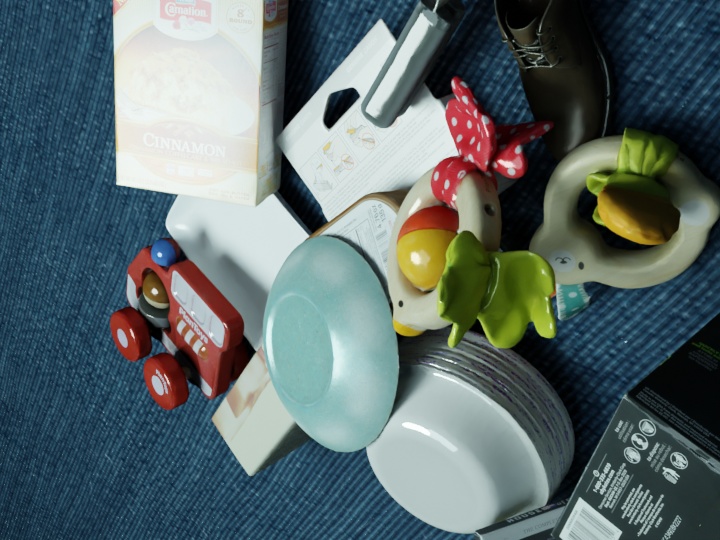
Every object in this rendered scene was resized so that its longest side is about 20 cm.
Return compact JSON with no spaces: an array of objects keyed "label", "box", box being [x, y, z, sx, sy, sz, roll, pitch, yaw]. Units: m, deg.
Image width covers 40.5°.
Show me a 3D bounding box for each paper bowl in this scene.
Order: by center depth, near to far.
[{"label":"paper bowl","box":[0.086,0.158,0.896,0.200,0.104,0.201,24,137,25]}]

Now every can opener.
[{"label":"can opener","box":[0.050,-0.202,0.758,0.066,0.053,0.200,34,130,8]}]

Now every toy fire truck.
[{"label":"toy fire truck","box":[-0.209,0.051,1.146,0.200,0.112,0.168,46,138,27]}]

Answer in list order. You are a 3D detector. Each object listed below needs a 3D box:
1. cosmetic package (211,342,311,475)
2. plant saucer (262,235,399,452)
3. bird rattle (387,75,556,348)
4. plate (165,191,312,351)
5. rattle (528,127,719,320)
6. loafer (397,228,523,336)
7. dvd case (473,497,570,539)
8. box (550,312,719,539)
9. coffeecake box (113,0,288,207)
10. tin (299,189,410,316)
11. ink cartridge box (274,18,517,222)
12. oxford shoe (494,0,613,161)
[{"label":"cosmetic package","box":[-0.076,0.131,1.076,0.087,0.103,0.200,52,136,14]},{"label":"plant saucer","box":[-0.043,0.070,0.896,0.201,0.039,0.202,9,102,51]},{"label":"bird rattle","box":[0.066,-0.033,0.737,0.163,0.112,0.201,-33,58,50]},{"label":"plate","box":[-0.127,-0.037,1.092,0.200,0.032,0.200,52,138,12]},{"label":"rattle","box":[0.171,0.002,0.731,0.130,0.143,0.200,30,131,-19]},{"label":"loafer","box":[0.070,0.019,0.895,0.200,0.070,0.068,-29,89,48]},{"label":"dvd case","box":[0.193,0.301,0.846,0.025,0.150,0.201,169,86,-76]},{"label":"box","box":[0.252,0.127,0.671,0.124,0.200,0.149,38,133,27]},{"label":"coffeecake box","box":[-0.157,-0.178,0.957,0.153,0.073,0.201,10,113,13]},{"label":"tin","box":[0.000,0.000,0.894,0.200,0.042,0.113,-34,64,48]},{"label":"ink cartridge box","box":[0.026,-0.104,0.895,0.200,0.045,0.177,-39,81,48]},{"label":"oxford shoe","box":[0.134,-0.167,0.724,0.072,0.084,0.201,-1,113,40]}]
